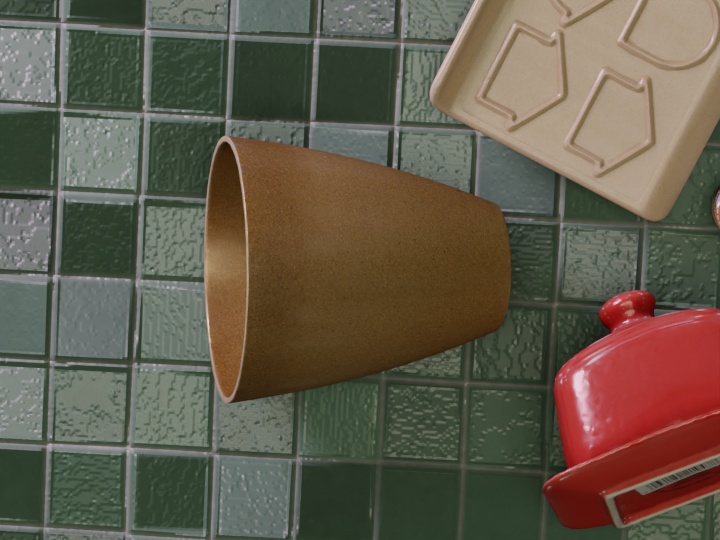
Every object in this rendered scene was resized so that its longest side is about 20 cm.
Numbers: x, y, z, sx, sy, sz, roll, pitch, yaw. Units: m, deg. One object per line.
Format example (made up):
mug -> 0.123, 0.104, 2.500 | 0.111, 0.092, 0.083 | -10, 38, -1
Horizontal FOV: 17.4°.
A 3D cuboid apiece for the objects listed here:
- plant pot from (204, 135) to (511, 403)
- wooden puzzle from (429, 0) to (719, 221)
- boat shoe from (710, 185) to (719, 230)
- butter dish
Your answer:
plant pot -> 0.000, 0.000, 1.669 | 0.199, 0.186, 0.187 | 0, 97, -12
wooden puzzle -> 0.174, -0.160, 1.702 | 0.199, 0.046, 0.186 | 27, 97, -6
boat shoe -> 0.340, -0.090, 1.690 | 0.075, 0.068, 0.200 | 45, 96, -4
butter dish -> 0.212, 0.085, 1.677 | 0.199, 0.199, 0.148 | -21, 72, 4
